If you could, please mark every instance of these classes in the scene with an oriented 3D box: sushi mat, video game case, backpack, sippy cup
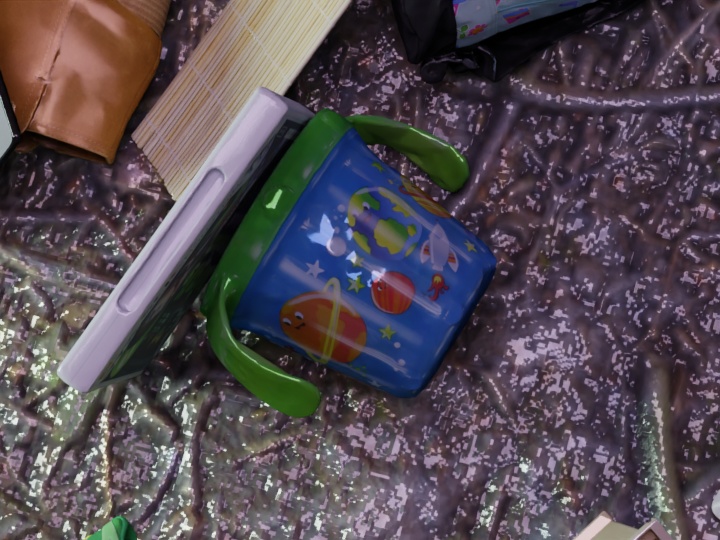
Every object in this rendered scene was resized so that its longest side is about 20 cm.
[{"bbox_3d":[-0.058,-0.129,1.709,0.200,0.012,0.096,-53,42,13],"label":"sushi mat"},{"bbox_3d":[-0.088,-0.016,1.624,0.023,0.200,0.182,36,93,2],"label":"video game case"},{"bbox_3d":[0.105,-0.212,1.713,0.199,0.127,0.168,-14,69,-1],"label":"backpack"},{"bbox_3d":[0.000,0.000,1.668,0.130,0.140,0.178,31,89,3],"label":"sippy cup"}]

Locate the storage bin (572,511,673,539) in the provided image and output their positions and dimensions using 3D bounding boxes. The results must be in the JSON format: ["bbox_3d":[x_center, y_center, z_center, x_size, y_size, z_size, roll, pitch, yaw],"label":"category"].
[{"bbox_3d":[0.131,0.263,1.550,0.198,0.094,0.200,-42,99,-7],"label":"storage bin"}]

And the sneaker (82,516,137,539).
[{"bbox_3d":[-0.085,0.194,1.634,0.200,0.074,0.084,31,70,26],"label":"sneaker"}]

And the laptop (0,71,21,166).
[{"bbox_3d":[-0.305,-0.107,1.739,0.116,0.200,0.188,-9,69,-33],"label":"laptop"}]

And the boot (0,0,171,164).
[{"bbox_3d":[-0.213,-0.150,1.762,0.200,0.071,0.145,21,78,10],"label":"boot"}]

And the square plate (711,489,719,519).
[{"bbox_3d":[0.327,0.107,1.644,0.200,0.028,0.198,35,80,15],"label":"square plate"}]
